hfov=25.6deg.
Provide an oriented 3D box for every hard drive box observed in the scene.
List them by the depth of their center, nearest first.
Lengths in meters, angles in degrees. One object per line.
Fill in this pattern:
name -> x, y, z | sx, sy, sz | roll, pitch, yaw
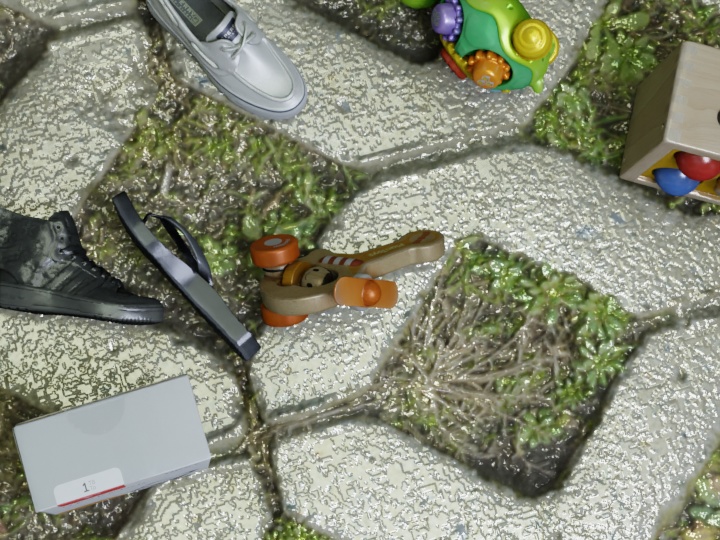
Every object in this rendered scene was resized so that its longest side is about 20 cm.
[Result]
hard drive box -> -0.217, 0.158, 1.409 | 0.154, 0.200, 0.078 | -16, 82, -8

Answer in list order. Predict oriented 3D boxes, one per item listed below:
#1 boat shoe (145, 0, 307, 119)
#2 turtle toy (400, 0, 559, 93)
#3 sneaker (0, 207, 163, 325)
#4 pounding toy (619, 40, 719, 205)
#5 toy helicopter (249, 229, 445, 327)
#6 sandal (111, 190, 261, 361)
boat shoe -> -0.134, -0.225, 1.550 | 0.199, 0.065, 0.074 | 37, 78, 1
turtle toy -> 0.113, -0.251, 1.555 | 0.101, 0.146, 0.201 | -38, 85, 11
sneaker -> -0.280, -0.009, 1.501 | 0.197, 0.060, 0.106 | 6, 83, 0
pounding toy -> 0.371, -0.112, 1.524 | 0.198, 0.184, 0.144 | 15, 79, -3
toy helicopter -> 0.000, 0.000, 1.504 | 0.198, 0.132, 0.080 | -19, 112, -26
sandal -> -0.162, -0.001, 1.509 | 0.043, 0.076, 0.200 | -43, 98, -9
